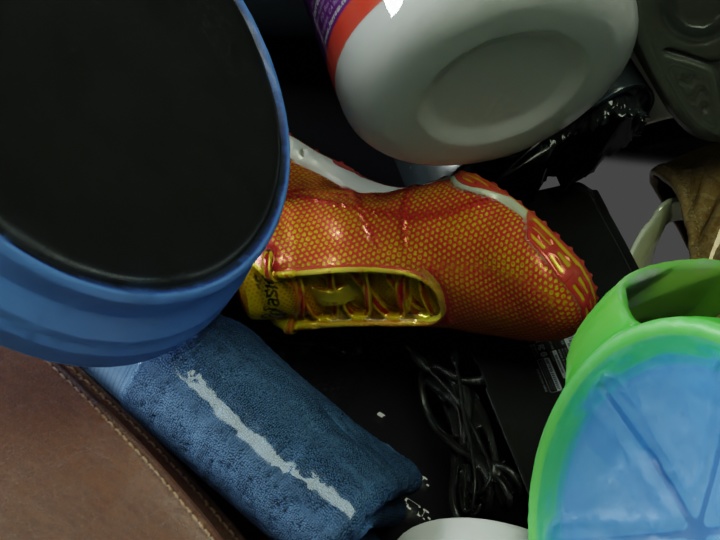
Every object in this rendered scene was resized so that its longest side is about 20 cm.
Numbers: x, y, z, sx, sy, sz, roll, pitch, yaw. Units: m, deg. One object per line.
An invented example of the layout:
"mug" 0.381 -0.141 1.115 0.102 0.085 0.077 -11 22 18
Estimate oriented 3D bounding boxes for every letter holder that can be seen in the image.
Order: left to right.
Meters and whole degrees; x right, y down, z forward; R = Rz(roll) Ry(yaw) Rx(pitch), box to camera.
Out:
"letter holder" -0.110 0.078 0.890 0.200 0.101 0.142 42 60 18

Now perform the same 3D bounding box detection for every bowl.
"bowl" -0.105 -0.066 0.847 0.200 0.039 0.202 26 47 -32

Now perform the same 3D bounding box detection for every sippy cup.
"sippy cup" 0.146 0.083 0.821 0.130 0.139 0.179 2 86 -39

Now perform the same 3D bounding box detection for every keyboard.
"keyboard" 0.071 0.047 0.961 0.103 0.040 0.200 -12 40 -6

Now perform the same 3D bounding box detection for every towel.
"towel" -0.065 0.031 0.913 0.200 0.112 0.049 41 92 10

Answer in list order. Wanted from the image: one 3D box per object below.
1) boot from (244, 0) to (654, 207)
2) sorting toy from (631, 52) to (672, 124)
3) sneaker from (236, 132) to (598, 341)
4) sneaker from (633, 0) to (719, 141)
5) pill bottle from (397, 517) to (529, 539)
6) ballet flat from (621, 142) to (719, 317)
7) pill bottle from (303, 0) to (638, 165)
"boot" 0.000 -0.088 1.010 0.199 0.077 0.169 -21 65 -2
"sorting toy" 0.110 -0.138 1.077 0.179 0.107 0.200 -31 66 -4
"sneaker" 0.000 0.000 0.952 0.199 0.073 0.077 13 50 36
"sneaker" 0.118 -0.151 0.999 0.076 0.114 0.200 -23 97 -1
"pill bottle" 0.024 0.188 0.832 0.110 0.111 0.201 17 57 2
"ballet flat" 0.132 0.031 0.982 0.072 0.068 0.201 -3 56 14
"pill bottle" 0.021 -0.146 0.931 0.112 0.113 0.201 -10 59 -15
